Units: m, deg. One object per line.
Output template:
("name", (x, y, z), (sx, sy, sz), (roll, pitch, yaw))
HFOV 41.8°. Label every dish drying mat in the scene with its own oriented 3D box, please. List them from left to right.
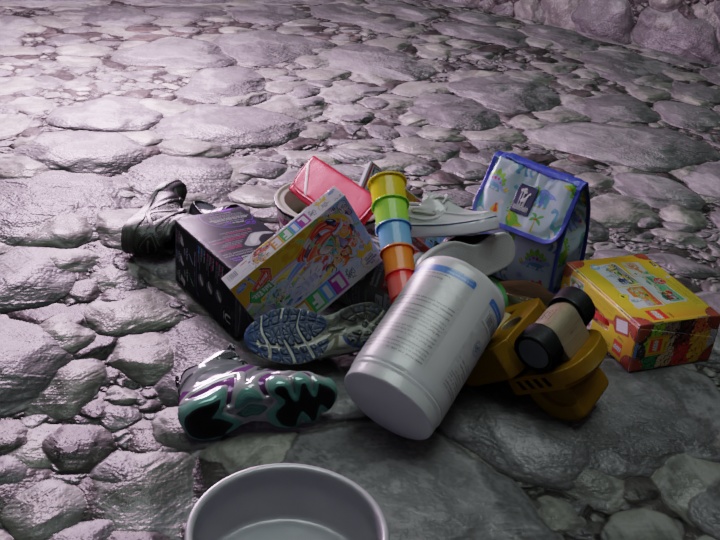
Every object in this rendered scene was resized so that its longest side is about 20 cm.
("dish drying mat", (-0.047, -0.124, 1.551), (0.018, 0.077, 0.200), (40, -1, -44))

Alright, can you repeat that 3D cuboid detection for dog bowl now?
("dog bowl", (-0.072, 0.284, 0.923), (0.198, 0.079, 0.201), (4, 28, -2))
("dog bowl", (-0.052, -0.090, 1.632), (0.198, 0.074, 0.201), (4, 29, -2))

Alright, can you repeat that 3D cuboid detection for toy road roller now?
("toy road roller", (0.237, 0.124, 1.253), (0.123, 0.147, 0.199), (-39, 13, -37))

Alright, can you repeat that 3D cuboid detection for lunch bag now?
("lunch bag", (0.276, -0.077, 1.528), (0.169, 0.202, 0.127), (25, 33, 32))

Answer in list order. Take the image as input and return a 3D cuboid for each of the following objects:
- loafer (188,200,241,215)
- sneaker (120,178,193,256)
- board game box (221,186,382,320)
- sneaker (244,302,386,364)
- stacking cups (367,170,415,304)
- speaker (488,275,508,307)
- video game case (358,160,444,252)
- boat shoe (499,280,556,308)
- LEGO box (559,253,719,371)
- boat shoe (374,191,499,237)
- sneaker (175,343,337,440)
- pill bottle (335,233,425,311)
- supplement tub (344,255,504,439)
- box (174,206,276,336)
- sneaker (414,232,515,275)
("loafer", (-0.219, -0.081, 1.583), (0.068, 0.071, 0.200), (-7, 29, -43))
("sneaker", (-0.311, -0.084, 1.579), (0.113, 0.077, 0.200), (11, 32, 7))
("board game box", (-0.076, -0.003, 1.305), (0.200, 0.135, 0.034), (-40, 41, -7))
("sneaker", (-0.062, 0.095, 1.284), (0.198, 0.085, 0.078), (-2, 72, -16))
("stacking cups", (0.046, -0.041, 1.334), (0.060, 0.061, 0.202), (0, 62, -9))
("speaker", (0.127, 0.071, 1.346), (0.088, 0.089, 0.199), (26, 34, 34))
("video game case", (0.080, -0.097, 1.613), (0.199, 0.017, 0.143), (38, 27, -10))
("boat shoe", (0.260, 0.064, 1.404), (0.073, 0.067, 0.200), (-10, 18, -24))
("LEGO box", (0.418, 0.058, 1.428), (0.148, 0.078, 0.200), (-6, 30, -19))
("boat shoe", (0.107, -0.083, 1.386), (0.198, 0.066, 0.073), (0, 6, 27))
("sneaker", (-0.137, 0.135, 1.191), (0.198, 0.078, 0.140), (-4, 30, -18))
("pill bottle", (0.000, 0.000, 1.428), (0.199, 0.115, 0.114), (19, 31, 25))
("supplement tub", (0.083, 0.093, 1.176), (0.131, 0.133, 0.200), (21, 58, 28))
("box", (-0.182, -0.003, 1.409), (0.121, 0.107, 0.200), (-14, 33, -33))
("sneaker", (0.127, -0.010, 1.363), (0.199, 0.071, 0.099), (-17, 7, -42))
